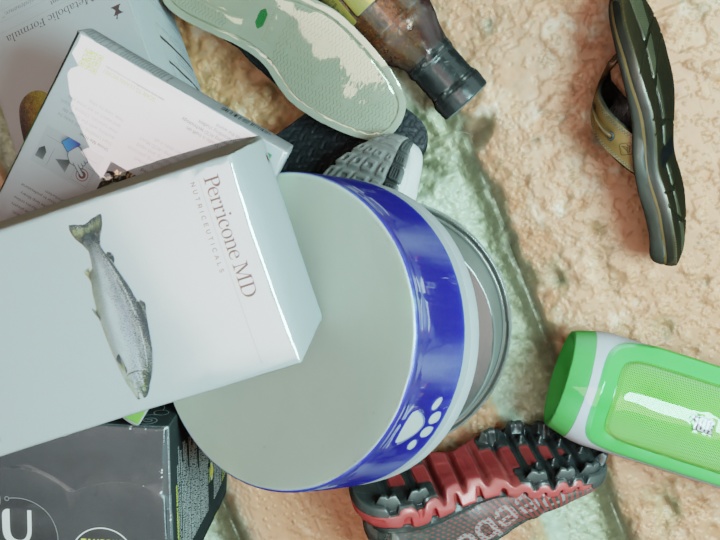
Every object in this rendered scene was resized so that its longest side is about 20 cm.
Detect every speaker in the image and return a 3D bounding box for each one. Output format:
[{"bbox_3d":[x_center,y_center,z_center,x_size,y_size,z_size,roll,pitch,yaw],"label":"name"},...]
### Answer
[{"bbox_3d":[0.241,0.108,0.894,0.199,0.088,0.089,17,102,1],"label":"speaker"}]

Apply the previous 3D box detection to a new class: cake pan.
[{"bbox_3d":[0.015,0.046,0.924,0.199,0.037,0.201,1,101,5],"label":"cake pan"}]

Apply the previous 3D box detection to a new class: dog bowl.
[{"bbox_3d":[-0.029,0.039,0.776,0.199,0.079,0.201,-2,86,33],"label":"dog bowl"}]

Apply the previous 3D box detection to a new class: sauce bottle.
[{"bbox_3d":[0.009,-0.194,0.865,0.066,0.066,0.200,-40,97,11],"label":"sauce bottle"}]

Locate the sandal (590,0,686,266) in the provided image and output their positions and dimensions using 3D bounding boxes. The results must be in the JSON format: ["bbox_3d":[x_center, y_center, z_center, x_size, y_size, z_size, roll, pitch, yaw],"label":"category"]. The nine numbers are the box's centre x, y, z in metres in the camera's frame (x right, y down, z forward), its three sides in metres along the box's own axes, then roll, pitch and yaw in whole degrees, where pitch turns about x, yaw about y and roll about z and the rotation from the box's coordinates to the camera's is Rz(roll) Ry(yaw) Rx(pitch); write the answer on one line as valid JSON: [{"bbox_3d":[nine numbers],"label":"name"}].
[{"bbox_3d":[0.195,-0.100,0.873,0.054,0.082,0.201,-4,109,28],"label":"sandal"}]

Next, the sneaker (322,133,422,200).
[{"bbox_3d":[0.000,0.000,0.861,0.074,0.087,0.201,33,107,43],"label":"sneaker"}]

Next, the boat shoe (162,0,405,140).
[{"bbox_3d":[-0.048,-0.168,0.868,0.200,0.068,0.072,36,108,1],"label":"boat shoe"}]

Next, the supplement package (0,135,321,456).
[{"bbox_3d":[-0.135,0.013,0.675,0.199,0.117,0.117,-18,98,7],"label":"supplement package"}]

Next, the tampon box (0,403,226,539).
[{"bbox_3d":[-0.185,0.137,0.875,0.149,0.200,0.127,2,101,5],"label":"tampon box"}]

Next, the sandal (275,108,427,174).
[{"bbox_3d":[-0.046,-0.069,0.897,0.199,0.045,0.075,-23,63,2],"label":"sandal"}]

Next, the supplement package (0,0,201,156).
[{"bbox_3d":[-0.171,-0.107,0.838,0.113,0.110,0.201,-24,75,8],"label":"supplement package"}]

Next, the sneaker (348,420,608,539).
[{"bbox_3d":[0.091,0.175,0.928,0.199,0.071,0.098,-10,126,-9],"label":"sneaker"}]

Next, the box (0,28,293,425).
[{"bbox_3d":[-0.150,-0.025,0.747,0.144,0.036,0.201,30,101,-3],"label":"box"}]
